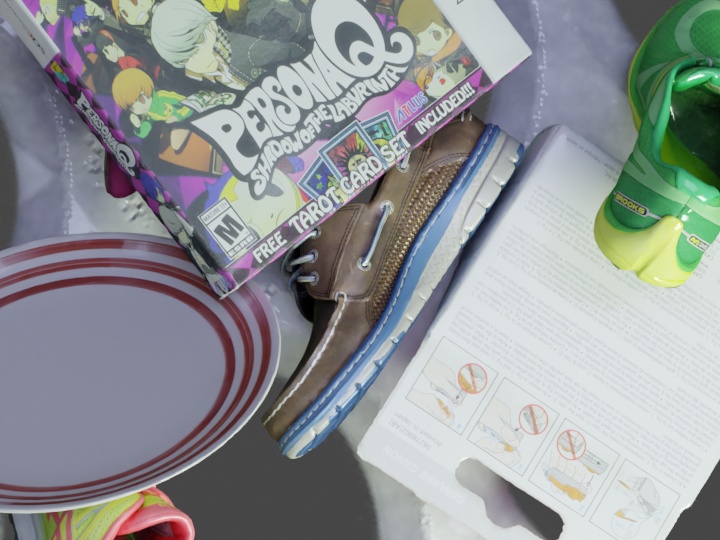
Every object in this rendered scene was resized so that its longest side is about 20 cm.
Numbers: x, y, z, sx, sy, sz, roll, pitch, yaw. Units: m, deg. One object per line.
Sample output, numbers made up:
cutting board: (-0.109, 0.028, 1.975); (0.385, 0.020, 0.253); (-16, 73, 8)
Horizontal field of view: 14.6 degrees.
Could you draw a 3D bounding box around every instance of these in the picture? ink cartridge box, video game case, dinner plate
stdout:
ink cartridge box: (0.110, 0.051, 1.408); (0.161, 0.050, 0.200); (34, 80, -5)
video game case: (-0.045, -0.117, 1.346); (0.200, 0.036, 0.181); (-38, 93, -21)
dinner plate: (-0.135, 0.050, 1.313); (0.200, 0.200, 0.024); (-19, 130, -13)

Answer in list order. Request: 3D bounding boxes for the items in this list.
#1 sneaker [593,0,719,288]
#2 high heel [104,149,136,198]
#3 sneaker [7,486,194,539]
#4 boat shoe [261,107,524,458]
sneaker: (0.171, -0.073, 1.386); (0.074, 0.084, 0.200); (29, 42, -9)
high heel: (-0.058, -0.117, 1.383); (0.096, 0.067, 0.200); (19, 76, 3)
sneaker: (-0.111, 0.122, 1.294); (0.090, 0.200, 0.078); (-31, 126, 23)
boat shoe: (0.000, 0.000, 1.386); (0.072, 0.072, 0.200); (34, 68, 0)
